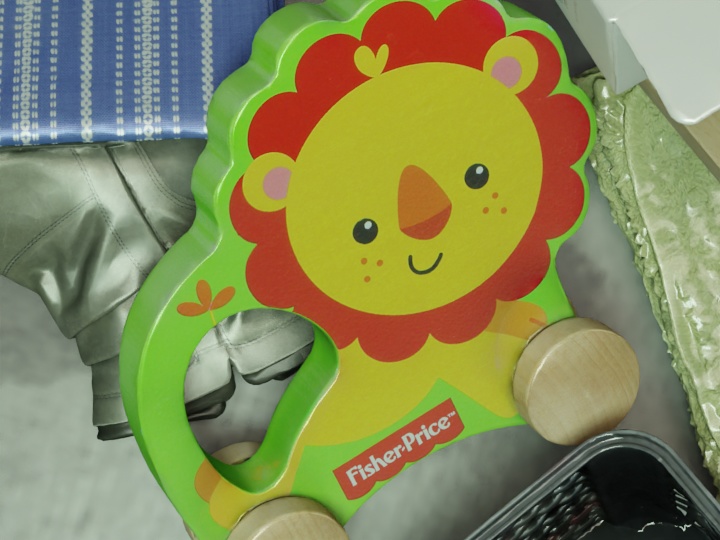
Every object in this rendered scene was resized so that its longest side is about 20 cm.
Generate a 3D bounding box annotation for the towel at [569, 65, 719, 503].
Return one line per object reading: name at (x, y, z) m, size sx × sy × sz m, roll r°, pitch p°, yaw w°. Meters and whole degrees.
towel at (0.177, -0.009, 0.908) m, size 0.148 × 0.036 × 0.201 m, roll -21°, pitch 88°, yaw -4°

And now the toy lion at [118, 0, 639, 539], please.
toy lion at (0.000, 0.000, 0.839) m, size 0.200 × 0.069 × 0.192 m, roll -32°, pitch 118°, yaw -8°

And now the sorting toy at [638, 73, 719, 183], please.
sorting toy at (0.159, -0.147, 0.872) m, size 0.199 × 0.070 × 0.200 m, roll -36°, pitch 73°, yaw -4°

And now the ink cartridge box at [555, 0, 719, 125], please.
ink cartridge box at (0.106, -0.144, 0.805) m, size 0.116 × 0.068 × 0.200 m, roll -28°, pitch 71°, yaw -2°

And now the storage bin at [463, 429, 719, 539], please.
storage bin at (0.068, 0.172, 0.847) m, size 0.200 × 0.094 × 0.135 m, roll -39°, pitch 66°, yaw -4°

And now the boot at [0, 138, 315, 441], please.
boot at (-0.109, 0.005, 0.876) m, size 0.199 × 0.068 × 0.131 m, roll -17°, pitch 93°, yaw -6°

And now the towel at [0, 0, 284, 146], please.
towel at (-0.127, -0.103, 0.867) m, size 0.199 × 0.024 × 0.145 m, roll -3°, pitch 57°, yaw -2°
